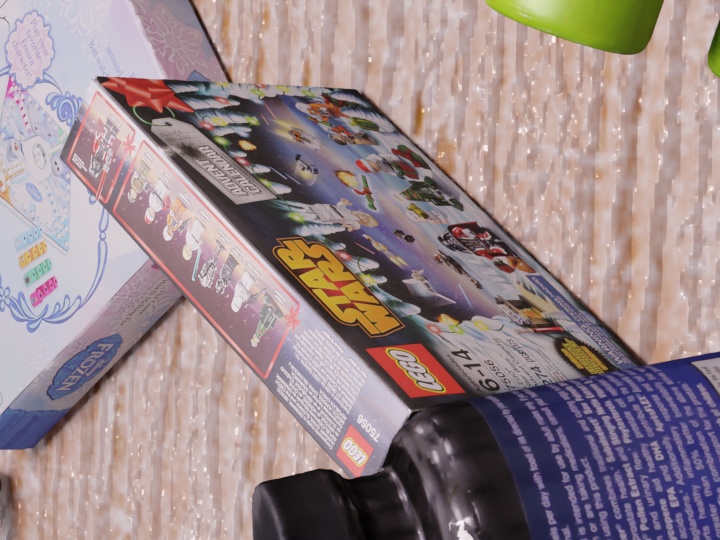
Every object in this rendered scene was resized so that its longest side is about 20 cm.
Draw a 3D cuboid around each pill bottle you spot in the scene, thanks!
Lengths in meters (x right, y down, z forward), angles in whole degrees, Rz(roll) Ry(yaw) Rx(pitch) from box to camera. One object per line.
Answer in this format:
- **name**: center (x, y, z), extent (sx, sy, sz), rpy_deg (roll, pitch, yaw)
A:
- **pill bottle**: center (0.072, 0.088, 0.741), extent (0.112, 0.199, 0.112), rpy_deg (170, 90, -79)

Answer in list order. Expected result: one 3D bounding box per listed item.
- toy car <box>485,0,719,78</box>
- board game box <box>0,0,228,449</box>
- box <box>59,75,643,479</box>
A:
- **toy car**: center (0.104, -0.162, 0.805), extent (0.200, 0.157, 0.165), rpy_deg (-132, 58, -68)
- **board game box**: center (-0.143, -0.056, 1.077), extent (0.199, 0.043, 0.200), rpy_deg (-44, 60, 34)
- **box**: center (0.000, 0.000, 0.870), extent (0.200, 0.137, 0.040), rpy_deg (45, 122, 34)
